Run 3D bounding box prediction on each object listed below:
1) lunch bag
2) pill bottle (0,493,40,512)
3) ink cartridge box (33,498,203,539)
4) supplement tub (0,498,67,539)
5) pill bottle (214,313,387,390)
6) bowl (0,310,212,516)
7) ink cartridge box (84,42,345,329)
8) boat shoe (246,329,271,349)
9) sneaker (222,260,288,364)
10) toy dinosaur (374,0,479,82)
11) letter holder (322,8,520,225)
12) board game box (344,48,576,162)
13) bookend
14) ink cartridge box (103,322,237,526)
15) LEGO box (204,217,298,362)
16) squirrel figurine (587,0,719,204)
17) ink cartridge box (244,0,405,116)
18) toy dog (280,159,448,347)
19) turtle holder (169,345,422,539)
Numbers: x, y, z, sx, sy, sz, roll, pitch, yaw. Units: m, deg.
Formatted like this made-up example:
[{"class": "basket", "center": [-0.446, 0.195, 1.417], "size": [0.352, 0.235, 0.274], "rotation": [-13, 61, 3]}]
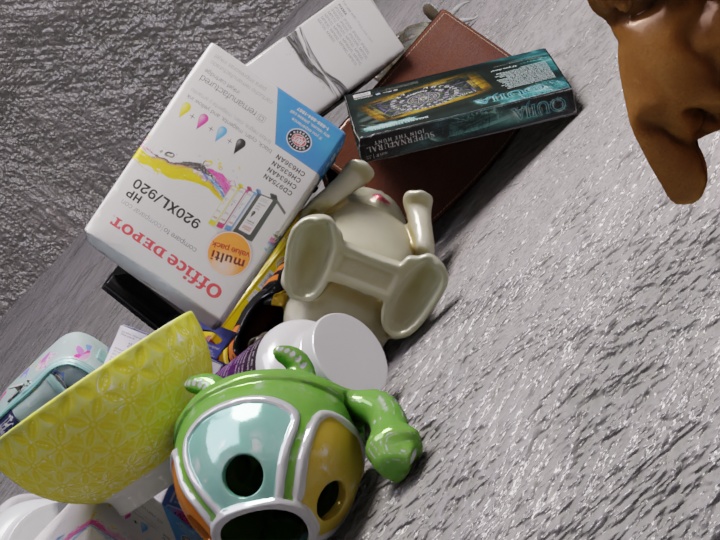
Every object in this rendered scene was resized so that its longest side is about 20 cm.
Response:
[{"class": "lunch bag", "center": [-0.265, 0.165, 1.785], "size": [0.160, 0.200, 0.077], "rotation": [-40, 18, 26]}, {"class": "pill bottle", "center": [-0.402, 0.337, 1.946], "size": [0.200, 0.109, 0.109], "rotation": [-42, 15, 30]}, {"class": "ink cartridge box", "center": [-0.211, 0.282, 1.458], "size": [0.125, 0.128, 0.200], "rotation": [-45, 15, 16]}, {"class": "supplement tub", "center": [-0.319, 0.300, 1.708], "size": [0.200, 0.145, 0.145], "rotation": [-30, 24, 55]}, {"class": "pill bottle", "center": [-0.068, 0.115, 1.485], "size": [0.200, 0.112, 0.113], "rotation": [-38, 18, 40]}, {"class": "bowl", "center": [-0.190, 0.132, 1.432], "size": [0.200, 0.108, 0.200], "rotation": [-34, 1, 1]}, {"class": "ink cartridge box", "center": [-0.130, -0.069, 1.586], "size": [0.200, 0.147, 0.145], "rotation": [-56, 2, -7]}, {"class": "boat shoe", "center": [-0.078, 0.089, 1.682], "size": [0.200, 0.065, 0.072], "rotation": [-51, 13, -6]}, {"class": "sneaker", "center": [-0.062, 0.024, 1.755], "size": [0.200, 0.070, 0.090], "rotation": [-53, -1, -9]}, {"class": "toy dinosaur", "center": [0.062, -0.260, 2.156], "size": [0.102, 0.077, 0.200], "rotation": [-46, 9, 41]}, {"class": "letter holder", "center": [0.077, -0.126, 1.742], "size": [0.200, 0.142, 0.101], "rotation": [-50, -18, -13]}, {"class": "board game box", "center": [0.089, -0.153, 1.638], "size": [0.199, 0.028, 0.135], "rotation": [-13, 23, 0]}, {"class": "bookend", "center": [-0.164, -0.035, 1.900], "size": [0.199, 0.092, 0.200], "rotation": [-54, 15, -14]}, {"class": "ink cartridge box", "center": [-0.180, 0.137, 1.630], "size": [0.136, 0.076, 0.201], "rotation": [18, 83, 35]}, {"class": "LEGO box", "center": [-0.102, 0.034, 1.876], "size": [0.200, 0.077, 0.149], "rotation": [-52, 13, -12]}, {"class": "squirrel figurine", "center": [0.249, -0.172, 1.102], "size": [0.186, 0.200, 0.142], "rotation": [-21, 18, 37]}, {"class": "ink cartridge box", "center": [-0.066, -0.182, 1.755], "size": [0.200, 0.083, 0.147], "rotation": [-37, 3, -10]}, {"class": "toy dog", "center": [0.000, 0.000, 1.593], "size": [0.200, 0.139, 0.195], "rotation": [-83, 6, -65]}, {"class": "turtle holder", "center": [-0.052, 0.152, 1.344], "size": [0.132, 0.184, 0.141], "rotation": [-91, 8, -50]}]
